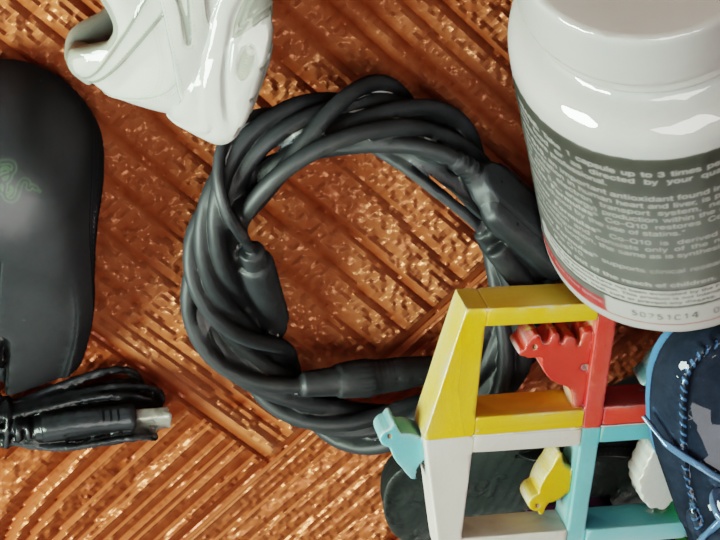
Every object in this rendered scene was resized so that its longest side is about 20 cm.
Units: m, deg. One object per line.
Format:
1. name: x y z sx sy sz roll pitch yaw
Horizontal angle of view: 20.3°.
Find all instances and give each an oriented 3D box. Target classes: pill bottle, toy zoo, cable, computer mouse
1. pill bottle: 0.118 -0.070 0.783 0.113 0.114 0.200 -17 149 1
2. toy zoo: 0.104 0.066 0.907 0.199 0.020 0.132 -2 118 -14
3. cable: 0.000 0.000 0.894 0.163 0.051 0.200 -39 125 21
4. computer mouse: -0.150 0.008 0.863 0.138 0.053 0.201 -2 123 -8

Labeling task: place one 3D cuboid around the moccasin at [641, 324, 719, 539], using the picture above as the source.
1. moccasin: 0.183 0.107 0.898 0.080 0.068 0.201 -25 122 -2

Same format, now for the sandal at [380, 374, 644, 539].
1. sandal: 0.110 0.100 0.972 0.199 0.048 0.076 -17 124 1

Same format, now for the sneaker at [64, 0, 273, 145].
1. sneaker: -0.068 -0.143 0.768 0.099 0.078 0.201 12 118 -12

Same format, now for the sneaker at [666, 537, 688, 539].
1. sneaker: 0.085 0.182 1.000 0.199 0.085 0.078 -18 124 1
